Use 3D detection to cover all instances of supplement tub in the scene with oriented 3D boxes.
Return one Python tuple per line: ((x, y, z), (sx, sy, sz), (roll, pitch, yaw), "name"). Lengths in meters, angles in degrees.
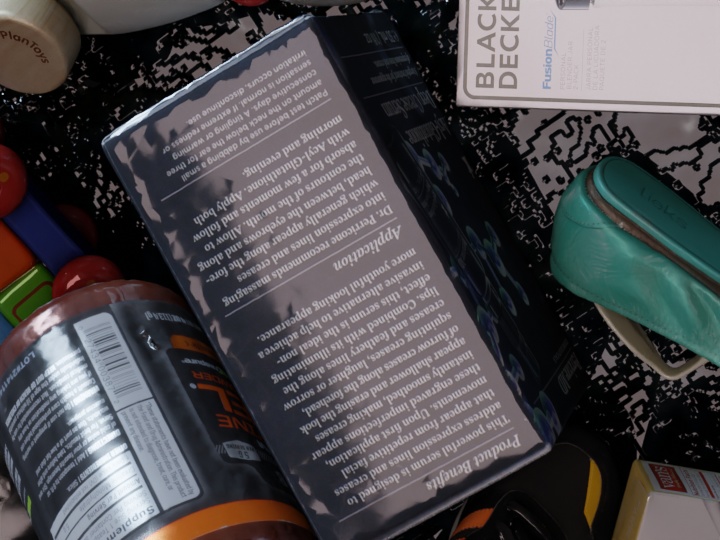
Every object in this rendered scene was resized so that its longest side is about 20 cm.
((-0.080, 0.107, 0.862), (0.107, 0.107, 0.201), (-42, 54, 14), "supplement tub")

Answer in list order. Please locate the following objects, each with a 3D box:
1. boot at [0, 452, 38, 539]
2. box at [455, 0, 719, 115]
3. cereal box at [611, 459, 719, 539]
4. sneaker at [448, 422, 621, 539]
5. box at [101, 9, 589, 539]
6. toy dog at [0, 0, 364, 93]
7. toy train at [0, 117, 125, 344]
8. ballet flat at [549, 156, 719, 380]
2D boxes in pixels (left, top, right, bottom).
((-0.206, 0.164, 0.987), (0.197, 0.073, 0.164), (-22, 95, 8), "boot")
((0.142, -0.123, 0.877), (0.198, 0.060, 0.118), (4, 98, 12), "box")
((0.196, 0.167, 0.879), (0.198, 0.040, 0.145), (9, 109, -8), "cereal box")
((0.054, 0.144, 0.854), (0.070, 0.090, 0.200), (38, 72, 3), "sneaker")
((0.000, 0.000, 0.879), (0.106, 0.148, 0.201), (-29, 91, 15), "box")
((-0.091, -0.150, 0.877), (0.198, 0.133, 0.097), (-20, 136, 14), "toy dog")
((-0.202, -0.026, 0.906), (0.116, 0.085, 0.200), (-40, 118, -1), "toy train")
((0.168, 0.028, 0.898), (0.199, 0.067, 0.071), (34, 128, 6), "ballet flat")
